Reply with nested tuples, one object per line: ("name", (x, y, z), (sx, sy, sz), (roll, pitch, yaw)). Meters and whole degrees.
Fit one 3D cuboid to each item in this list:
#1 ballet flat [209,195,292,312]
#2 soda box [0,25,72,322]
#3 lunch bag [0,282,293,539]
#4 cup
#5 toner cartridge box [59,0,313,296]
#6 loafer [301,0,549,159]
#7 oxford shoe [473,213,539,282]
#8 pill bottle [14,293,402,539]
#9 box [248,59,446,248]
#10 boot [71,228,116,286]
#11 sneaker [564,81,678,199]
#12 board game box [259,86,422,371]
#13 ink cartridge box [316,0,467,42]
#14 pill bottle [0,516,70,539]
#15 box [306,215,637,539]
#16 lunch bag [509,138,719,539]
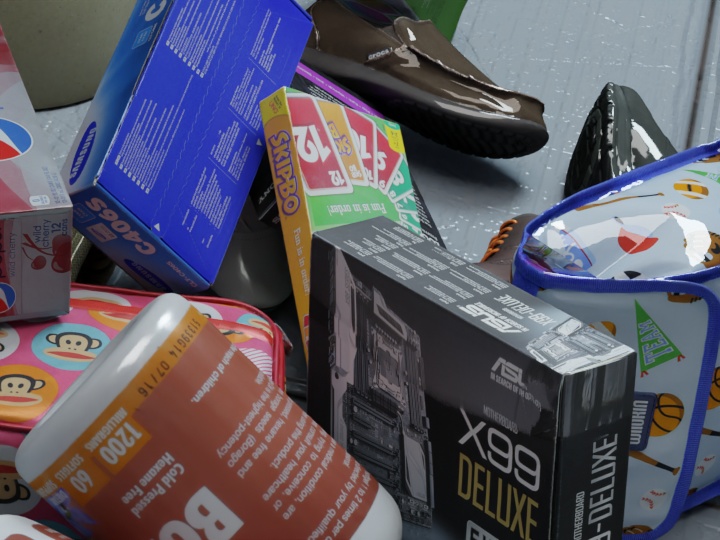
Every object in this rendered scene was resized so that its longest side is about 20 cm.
("ballet flat", (-0.085, -0.055, 1.427), (0.069, 0.070, 0.201), (-1, 36, -18))
("soda box", (-0.204, -0.055, 1.260), (0.063, 0.071, 0.200), (-7, 35, -18))
("lunch bag", (-0.137, 0.065, 1.230), (0.198, 0.083, 0.177), (7, 29, -4))
("cup", (-0.236, -0.219, 1.554), (0.198, 0.144, 0.201), (8, 33, -5))
("toner cartridge box", (-0.097, -0.091, 1.315), (0.095, 0.043, 0.201), (42, 49, -29))
("loafer", (0.037, -0.134, 1.548), (0.199, 0.073, 0.071), (22, 79, 16))
("oxford shoe", (0.083, 0.009, 1.333), (0.199, 0.071, 0.073), (3, 52, -56))
("pill bottle", (-0.053, 0.115, 1.091), (0.200, 0.112, 0.112), (43, 36, -6))
("box", (-0.023, -0.067, 1.429), (0.142, 0.036, 0.201), (30, 21, -33))
("boot", (-0.204, -0.053, 1.385), (0.153, 0.073, 0.201), (14, 39, 6))
("sneaker", (0.184, -0.043, 1.495), (0.090, 0.076, 0.201), (13, 39, -15))
("board game box", (0.000, 0.000, 1.301), (0.095, 0.030, 0.202), (15, 57, -44))
("ink cartridge box", (0.002, -0.214, 1.593), (0.103, 0.060, 0.200), (22, -4, 17))
("pill bottle", (-0.132, 0.176, 1.020), (0.199, 0.113, 0.112), (23, 35, 18))
("box", (0.048, 0.081, 1.147), (0.049, 0.159, 0.200), (-14, 28, -33))
("lunch bag", (0.149, 0.045, 1.257), (0.199, 0.171, 0.124), (-17, 37, -37))
